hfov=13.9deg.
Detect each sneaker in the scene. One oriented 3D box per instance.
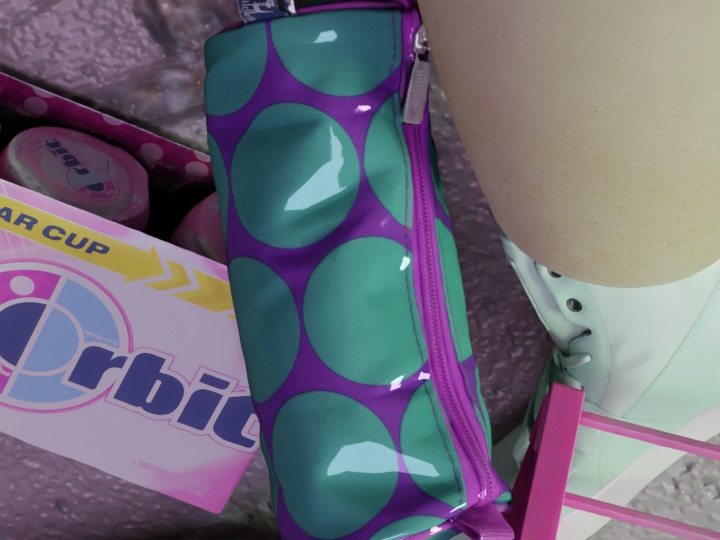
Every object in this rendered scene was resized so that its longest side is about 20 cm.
[{"bbox_3d":[0.076,0.029,1.125,0.118,0.074,0.200,42,119,-18],"label":"sneaker"}]

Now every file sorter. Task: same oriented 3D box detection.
[{"bbox_3d":[0.095,0.170,1.088,0.125,0.139,0.200,16,137,0],"label":"file sorter"}]

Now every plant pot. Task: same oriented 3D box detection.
[{"bbox_3d":[0.095,-0.095,0.976,0.187,0.188,0.200,3,136,1],"label":"plant pot"}]

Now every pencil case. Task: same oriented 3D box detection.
[{"bbox_3d":[0.000,0.000,1.036,0.092,0.085,0.200,-11,88,40],"label":"pencil case"}]

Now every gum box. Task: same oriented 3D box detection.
[{"bbox_3d":[-0.119,0.000,1.116,0.200,0.066,0.114,21,126,-12],"label":"gum box"}]
